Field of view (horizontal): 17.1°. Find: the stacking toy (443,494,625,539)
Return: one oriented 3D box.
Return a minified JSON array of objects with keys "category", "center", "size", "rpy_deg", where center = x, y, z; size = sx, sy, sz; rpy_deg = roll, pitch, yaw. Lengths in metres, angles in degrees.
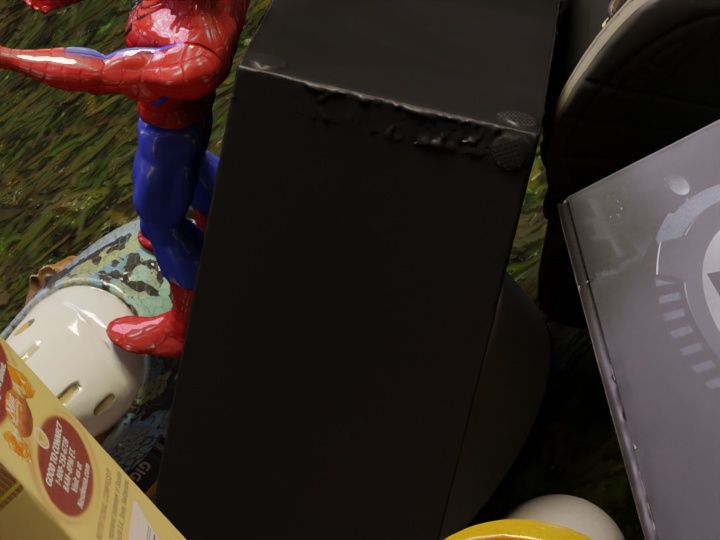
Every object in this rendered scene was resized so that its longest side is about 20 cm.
[{"category":"stacking toy","center":[0.048,0.120,0.701],"size":[0.146,0.146,0.200],"rpy_deg":[-29,10,26]}]

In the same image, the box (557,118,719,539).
[{"category":"box","center":[0.165,0.014,0.670],"size":[0.200,0.044,0.161],"rpy_deg":[-26,61,28]}]

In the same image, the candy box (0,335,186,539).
[{"category":"candy box","center":[-0.134,0.073,0.674],"size":[0.115,0.200,0.055],"rpy_deg":[-31,25,16]}]

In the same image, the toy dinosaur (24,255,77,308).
[{"category":"toy dinosaur","center":[-0.029,0.008,0.927],"size":[0.200,0.106,0.060],"rpy_deg":[-9,-22,-34]}]

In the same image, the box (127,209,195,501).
[{"category":"box","center":[-0.133,0.082,1.013],"size":[0.200,0.049,0.160],"rpy_deg":[-47,19,29]}]

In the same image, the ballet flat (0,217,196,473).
[{"category":"ballet flat","center":[-0.123,0.062,0.856],"size":[0.200,0.074,0.074],"rpy_deg":[-50,24,7]}]

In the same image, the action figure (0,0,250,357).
[{"category":"action figure","center":[-0.084,-0.051,0.761],"size":[0.200,0.099,0.065],"rpy_deg":[105,178,-56]}]

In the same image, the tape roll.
[{"category":"tape roll","center":[-0.016,0.066,0.948],"size":[0.203,0.037,0.203],"rpy_deg":[-33,27,19]}]

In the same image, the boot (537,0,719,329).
[{"category":"boot","center":[0.101,-0.087,0.835],"size":[0.204,0.073,0.154],"rpy_deg":[100,177,-59]}]

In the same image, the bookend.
[{"category":"bookend","center":[0.000,0.000,0.813],"size":[0.199,0.092,0.200],"rpy_deg":[-73,-4,-66]}]
